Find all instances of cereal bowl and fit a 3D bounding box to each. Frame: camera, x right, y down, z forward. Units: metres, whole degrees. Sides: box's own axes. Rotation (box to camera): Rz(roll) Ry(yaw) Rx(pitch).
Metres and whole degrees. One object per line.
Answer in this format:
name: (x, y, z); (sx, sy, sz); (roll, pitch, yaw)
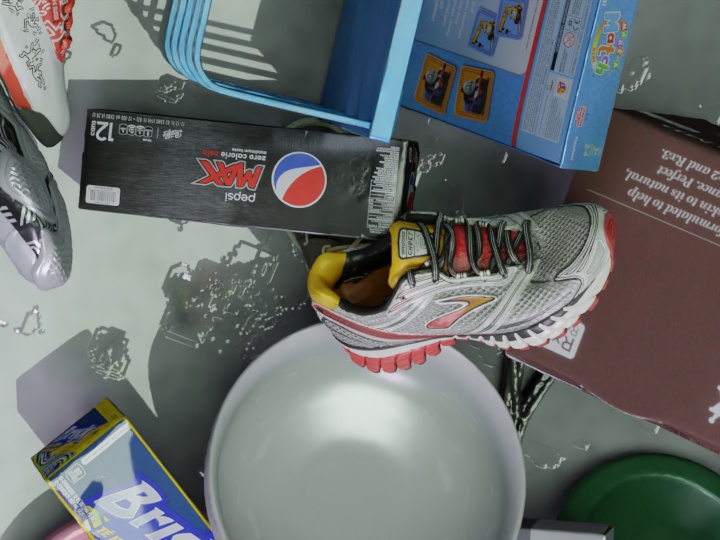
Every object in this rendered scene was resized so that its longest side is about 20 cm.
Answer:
cereal bowl: (-0.002, 0.136, 1.648); (0.199, 0.083, 0.201); (4, 69, -10)

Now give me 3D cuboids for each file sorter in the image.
file sorter: (-0.040, -0.161, 1.586); (0.122, 0.200, 0.139); (12, 94, -11)

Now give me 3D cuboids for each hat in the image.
hat: (0.179, 0.247, 1.820); (0.165, 0.176, 0.201); (11, 62, -11)

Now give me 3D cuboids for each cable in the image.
cable: (0.094, 0.110, 1.753); (0.097, 0.050, 0.200); (37, 94, -13)

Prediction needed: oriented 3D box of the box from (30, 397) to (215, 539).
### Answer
box: (-0.117, 0.178, 1.663); (0.064, 0.070, 0.200); (-39, 106, -7)

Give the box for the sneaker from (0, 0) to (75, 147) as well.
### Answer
sneaker: (-0.187, -0.183, 1.624); (0.108, 0.067, 0.202); (-23, 103, -3)

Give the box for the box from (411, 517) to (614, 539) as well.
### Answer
box: (0.057, 0.233, 1.710); (0.199, 0.041, 0.157); (4, 94, 14)

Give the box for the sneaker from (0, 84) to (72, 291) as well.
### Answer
sneaker: (-0.259, -0.062, 1.621); (0.115, 0.075, 0.201); (-28, 96, 10)

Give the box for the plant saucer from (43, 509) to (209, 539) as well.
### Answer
plant saucer: (-0.142, 0.242, 1.735); (0.200, 0.051, 0.202); (-3, 103, -12)

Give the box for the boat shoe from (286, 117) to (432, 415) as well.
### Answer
boat shoe: (0.003, -0.001, 1.706); (0.072, 0.060, 0.202); (-24, 106, -5)

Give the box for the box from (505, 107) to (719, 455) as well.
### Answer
box: (0.220, 0.006, 1.650); (0.165, 0.200, 0.165); (25, 100, 22)

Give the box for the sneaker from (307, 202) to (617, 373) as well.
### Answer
sneaker: (0.058, 0.004, 1.561); (0.199, 0.078, 0.082); (-18, 140, 27)

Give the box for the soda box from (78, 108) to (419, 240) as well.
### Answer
soda box: (-0.067, -0.058, 1.642); (0.199, 0.071, 0.064); (7, 93, 7)

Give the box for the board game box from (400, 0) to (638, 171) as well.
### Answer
board game box: (0.083, -0.157, 1.620); (0.036, 0.200, 0.152); (5, 103, -40)
